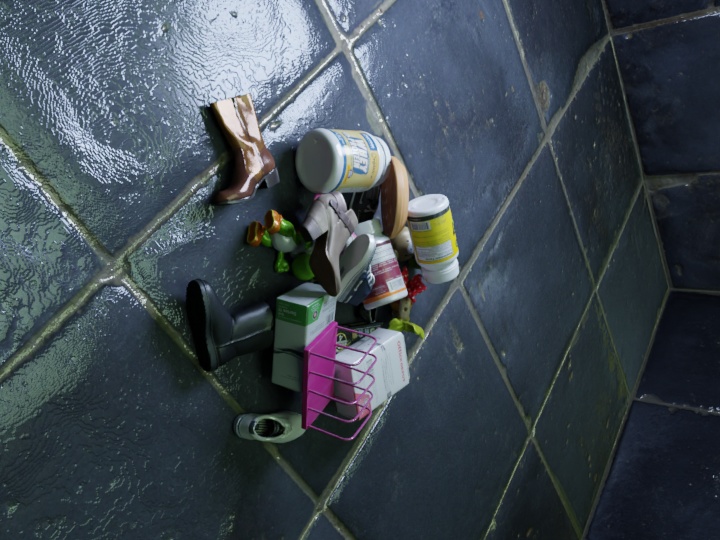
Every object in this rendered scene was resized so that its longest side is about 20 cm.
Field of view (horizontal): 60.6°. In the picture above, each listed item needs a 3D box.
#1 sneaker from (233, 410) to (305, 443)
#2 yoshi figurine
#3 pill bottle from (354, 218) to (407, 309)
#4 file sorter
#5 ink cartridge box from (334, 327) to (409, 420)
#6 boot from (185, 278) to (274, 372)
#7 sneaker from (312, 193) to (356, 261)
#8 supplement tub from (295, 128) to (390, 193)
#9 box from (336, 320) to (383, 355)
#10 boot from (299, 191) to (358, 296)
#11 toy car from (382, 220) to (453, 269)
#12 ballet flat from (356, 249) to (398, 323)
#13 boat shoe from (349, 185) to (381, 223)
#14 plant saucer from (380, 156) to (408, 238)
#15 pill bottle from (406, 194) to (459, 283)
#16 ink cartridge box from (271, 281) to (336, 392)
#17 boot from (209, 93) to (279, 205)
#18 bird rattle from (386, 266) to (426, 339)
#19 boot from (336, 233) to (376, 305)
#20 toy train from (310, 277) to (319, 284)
[{"bbox_3d":[-0.186,0.354,1.370,0.199,0.070,0.074,11,84,-47],"label":"sneaker"},{"bbox_3d":[-0.153,-0.043,1.366,0.199,0.112,0.113,32,85,-46],"label":"yoshi figurine"},{"bbox_3d":[0.032,-0.016,1.502,0.114,0.114,0.202,-17,87,-46],"label":"pill bottle"},{"bbox_3d":[-0.041,0.243,1.341,0.139,0.124,0.202,-41,140,-57],"label":"file sorter"},{"bbox_3d":[0.024,0.250,1.517,0.199,0.082,0.148,-27,114,-43],"label":"ink cartridge box"},{"bbox_3d":[-0.262,0.091,1.264,0.167,0.076,0.203,-23,116,-41],"label":"boot"},{"bbox_3d":[-0.057,-0.089,1.418,0.082,0.087,0.202,-97,170,-61],"label":"sneaker"},{"bbox_3d":[-0.037,-0.255,1.442,0.199,0.144,0.147,-11,100,-47],"label":"supplement tub"},{"bbox_3d":[-0.024,0.216,1.557,0.199,0.049,0.163,-2,98,-48],"label":"box"},{"bbox_3d":[-0.054,-0.066,1.334,0.146,0.070,0.202,-45,125,-41],"label":"boot"},{"bbox_3d":[0.130,-0.066,1.649,0.198,0.157,0.166,-7,115,-31],"label":"toy car"},{"bbox_3d":[0.054,0.041,1.590,0.066,0.056,0.202,21,95,-59],"label":"ballet flat"},{"bbox_3d":[0.019,-0.178,1.570,0.074,0.060,0.203,15,82,-52],"label":"boat shoe"},{"bbox_3d":[0.085,-0.179,1.519,0.037,0.200,0.203,-1,94,-10],"label":"plant saucer"},{"bbox_3d":[0.182,-0.077,1.538,0.114,0.113,0.202,-38,123,-39],"label":"pill bottle"},{"bbox_3d":[-0.124,0.144,1.361,0.146,0.082,0.203,-29,128,-64],"label":"ink cartridge box"},{"bbox_3d":[-0.256,-0.247,1.259,0.188,0.068,0.202,-36,117,-40],"label":"boot"},{"bbox_3d":[0.107,0.083,1.629,0.111,0.163,0.203,-5,105,-7],"label":"bird rattle"},{"bbox_3d":[0.000,0.000,1.402,0.090,0.200,0.073,13,42,-31],"label":"boot"},{"bbox_3d":[-0.050,0.026,1.525,0.199,0.041,0.057,-11,111,-47],"label":"toy train"}]
